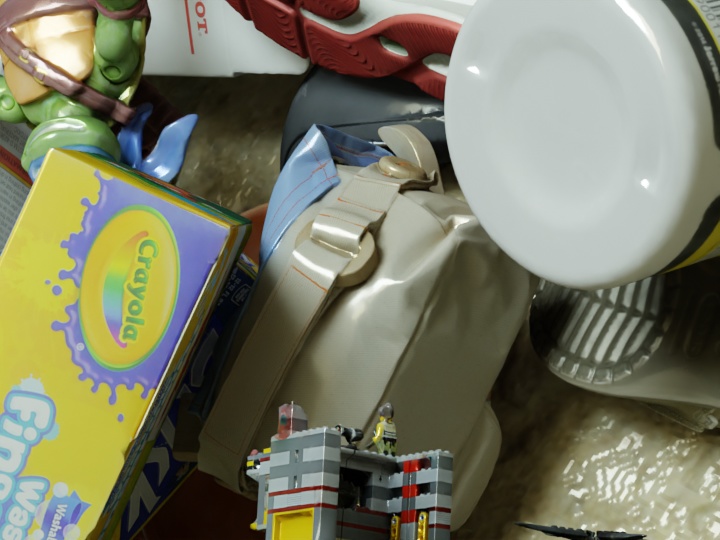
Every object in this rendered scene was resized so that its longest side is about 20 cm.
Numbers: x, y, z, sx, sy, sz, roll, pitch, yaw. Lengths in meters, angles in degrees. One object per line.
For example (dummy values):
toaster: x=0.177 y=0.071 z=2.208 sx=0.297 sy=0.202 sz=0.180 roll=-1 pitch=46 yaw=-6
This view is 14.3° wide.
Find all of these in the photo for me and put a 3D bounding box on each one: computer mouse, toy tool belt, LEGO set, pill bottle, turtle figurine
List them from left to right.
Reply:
turtle figurine: x=-0.152 y=-0.132 z=1.144 sx=0.144 sy=0.199 sz=0.195 roll=124 pitch=150 yaw=-52
toy tool belt: x=0.000 y=0.000 z=1.090 sx=0.123 sy=0.125 sz=0.201 roll=27 pitch=94 yaw=43
LEGO set: x=0.003 y=0.111 z=1.008 sx=0.154 sy=0.199 sz=0.116 roll=-18 pitch=65 yaw=56
computer mouse: x=0.044 y=-0.103 z=1.203 sx=0.200 sy=0.046 sz=0.141 roll=-8 pitch=48 yaw=44
pill bottle: x=0.135 y=-0.067 z=1.019 sx=0.114 sy=0.200 sz=0.115 roll=15 pitch=112 yaw=43

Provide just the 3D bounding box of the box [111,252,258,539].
box: x=-0.115 y=0.068 z=1.170 sx=0.200 sy=0.070 sz=0.064 roll=-48 pitch=48 yaw=2

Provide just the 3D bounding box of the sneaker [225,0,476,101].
sneaker: x=0.026 y=-0.137 z=1.160 sx=0.200 sy=0.078 sz=0.116 roll=29 pitch=65 yaw=22

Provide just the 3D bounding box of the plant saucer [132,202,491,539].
plant saucer: x=-0.032 y=0.063 z=1.184 sx=0.200 sy=0.032 sz=0.201 roll=-17 pitch=54 yaw=26

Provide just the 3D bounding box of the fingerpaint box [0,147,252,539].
fingerpaint box: x=-0.114 y=0.059 z=1.042 sx=0.073 sy=0.167 sz=0.201 roll=24 pitch=92 yaw=0

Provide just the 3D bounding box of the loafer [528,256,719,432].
loafer: x=0.135 y=0.027 z=1.065 sx=0.200 sy=0.068 sz=0.076 roll=23 pitch=86 yaw=58

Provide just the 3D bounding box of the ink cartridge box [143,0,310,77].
ink cartridge box: x=-0.084 y=-0.149 z=1.281 sx=0.199 sy=0.068 sz=0.117 roll=5 pitch=108 yaw=40

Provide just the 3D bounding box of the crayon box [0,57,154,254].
crayon box: x=-0.156 y=-0.001 z=1.245 sx=0.051 sy=0.126 sz=0.201 roll=0 pitch=63 yaw=36
